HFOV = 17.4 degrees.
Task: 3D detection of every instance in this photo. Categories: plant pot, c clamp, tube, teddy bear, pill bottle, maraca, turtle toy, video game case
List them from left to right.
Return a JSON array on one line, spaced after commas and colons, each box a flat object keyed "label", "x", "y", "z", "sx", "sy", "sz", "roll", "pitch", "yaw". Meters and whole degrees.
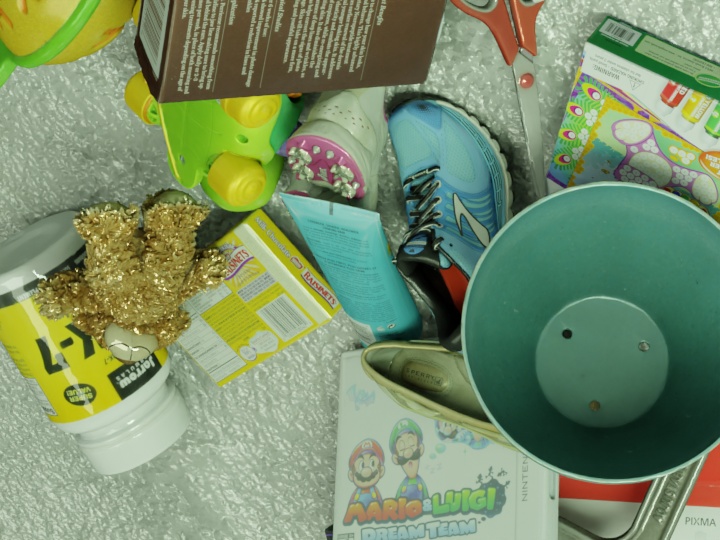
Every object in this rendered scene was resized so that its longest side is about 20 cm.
[{"label": "maraca", "x": -0.229, "y": -0.207, "z": 1.741, "sx": 0.107, "sy": 0.137, "sz": 0.200, "roll": 28, "pitch": 147, "yaw": -27}, {"label": "pill bottle", "x": -0.228, "y": 0.062, "z": 1.945, "sx": 0.114, "sy": 0.114, "sz": 0.200, "roll": -13, "pitch": 115, "yaw": 38}, {"label": "teddy bear", "x": -0.172, "y": 0.008, "z": 1.798, "sx": 0.200, "sy": 0.145, "sz": 0.067, "roll": -56, "pitch": 49, "yaw": 43}, {"label": "turtle toy", "x": -0.095, "y": -0.121, "z": 1.732, "sx": 0.146, "sy": 0.101, "sz": 0.200, "roll": 44, "pitch": 142, "yaw": 30}, {"label": "tube", "x": 0.000, "y": 0.000, "z": 1.737, "sx": 0.077, "sy": 0.050, "sz": 0.200, "roll": 8, "pitch": 155, "yaw": 19}, {"label": "video game case", "x": 0.064, "y": 0.139, "z": 1.795, "sx": 0.200, "sy": 0.182, "sz": 0.024, "roll": -10, "pitch": 160, "yaw": 37}, {"label": "c clamp", "x": 0.168, "y": 0.143, "z": 1.756, "sx": 0.171, "sy": 0.027, "sz": 0.200, "roll": 33, "pitch": 101, "yaw": 24}, {"label": "plant pot", "x": 0.169, "y": 0.052, "z": 1.600, "sx": 0.200, "sy": 0.200, "sz": 0.135, "roll": 31, "pitch": 172, "yaw": 9}]

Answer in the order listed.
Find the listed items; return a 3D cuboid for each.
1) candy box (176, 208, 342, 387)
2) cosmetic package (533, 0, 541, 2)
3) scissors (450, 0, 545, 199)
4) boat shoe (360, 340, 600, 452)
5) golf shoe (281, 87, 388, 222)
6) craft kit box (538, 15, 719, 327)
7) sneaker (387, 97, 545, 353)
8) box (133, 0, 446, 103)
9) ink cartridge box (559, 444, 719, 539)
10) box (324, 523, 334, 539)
[{"label": "candy box", "x": -0.097, "y": 0.025, "z": 1.869, "sx": 0.102, "sy": 0.026, "sz": 0.200, "roll": 50, "pitch": 146, "yaw": -6}, {"label": "cosmetic package", "x": 0.134, "y": -0.285, "z": 1.499, "sx": 0.151, "sy": 0.052, "sz": 0.200, "roll": -15, "pitch": 113, "yaw": 37}, {"label": "scissors", "x": 0.117, "y": -0.144, "z": 1.611, "sx": 0.200, "sy": 0.073, "sz": 0.014, "roll": 64, "pitch": 167, "yaw": -24}, {"label": "boat shoe", "x": 0.094, "y": 0.087, "z": 1.728, "sx": 0.201, "sy": 0.073, "sz": 0.063, "roll": 15, "pitch": 173, "yaw": 35}, {"label": "golf shoe", "x": -0.010, "y": -0.082, "z": 1.720, "sx": 0.075, "sy": 0.092, "sz": 0.200, "roll": 24, "pitch": 162, "yaw": 3}, {"label": "craft kit box", "x": 0.227, "y": -0.051, "z": 1.623, "sx": 0.200, "sy": 0.049, "sz": 0.198, "roll": 25, "pitch": 136, "yaw": 14}, {"label": "sneaker", "x": 0.063, "y": -0.031, "z": 1.676, "sx": 0.078, "sy": 0.090, "sz": 0.200, "roll": -33, "pitch": 73, "yaw": 45}, {"label": "box", "x": -0.047, "y": -0.179, "z": 1.597, "sx": 0.075, "sy": 0.200, "sz": 0.100, "roll": -114, "pitch": 28, "yaw": -42}, {"label": "ink cartridge box", "x": 0.218, "y": 0.199, "z": 1.812, "sx": 0.161, "sy": 0.050, "sz": 0.200, "roll": 0, "pitch": 124, "yaw": 32}, {"label": "box", "x": 0.084, "y": 0.255, "z": 1.860, "sx": 0.200, "sy": 0.106, "sz": 0.122, "roll": 23, "pitch": 136, "yaw": 43}]
